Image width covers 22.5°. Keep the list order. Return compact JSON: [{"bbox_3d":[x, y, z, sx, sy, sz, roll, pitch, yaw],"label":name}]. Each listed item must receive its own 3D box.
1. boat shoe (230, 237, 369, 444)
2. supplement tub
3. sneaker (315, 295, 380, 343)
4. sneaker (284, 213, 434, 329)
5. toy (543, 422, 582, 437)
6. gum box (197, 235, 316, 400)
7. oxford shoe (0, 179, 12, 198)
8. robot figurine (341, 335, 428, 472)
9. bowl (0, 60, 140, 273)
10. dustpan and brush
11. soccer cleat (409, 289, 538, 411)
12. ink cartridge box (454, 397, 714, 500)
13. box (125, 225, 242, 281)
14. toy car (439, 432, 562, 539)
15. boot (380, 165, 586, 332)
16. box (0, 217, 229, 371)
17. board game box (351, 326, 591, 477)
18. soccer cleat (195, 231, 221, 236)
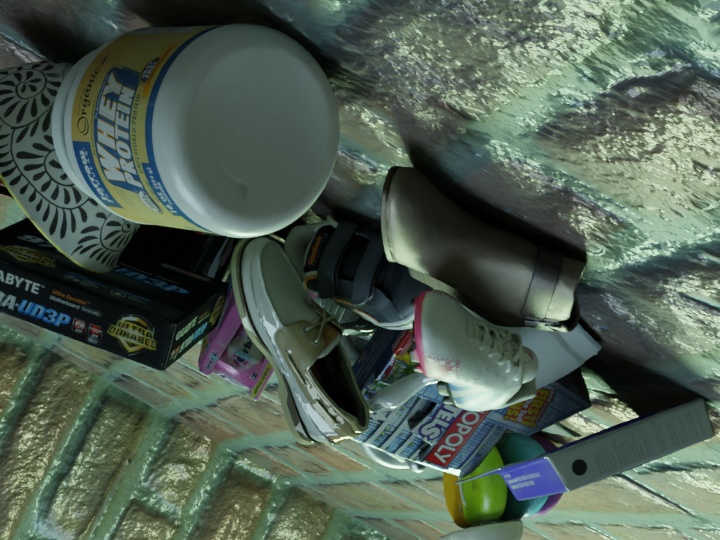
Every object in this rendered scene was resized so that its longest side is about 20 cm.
[{"bbox_3d":[-0.047,0.059,1.572,0.068,0.075,0.202,-6,117,36],"label":"boat shoe"},{"bbox_3d":[-0.123,-0.102,1.290,0.144,0.146,0.199,36,164,-32],"label":"supplement tub"},{"bbox_3d":[0.018,0.038,1.729,0.115,0.076,0.200,27,178,-20],"label":"sneaker"},{"bbox_3d":[0.000,0.000,1.577,0.079,0.079,0.199,28,170,-31],"label":"sneaker"},{"bbox_3d":[0.153,0.122,1.806,0.114,0.048,0.200,26,171,-6],"label":"toy"},{"bbox_3d":[-0.098,0.039,1.709,0.066,0.114,0.200,27,-172,-8],"label":"gum box"},{"bbox_3d":[-0.424,-0.129,1.967,0.199,0.072,0.071,29,169,4],"label":"oxford shoe"},{"bbox_3d":[0.034,0.123,1.830,0.169,0.113,0.200,42,-173,-29],"label":"robot figurine"},{"bbox_3d":[-0.231,-0.107,1.530,0.202,0.094,0.201,55,-168,-18],"label":"bowl"},{"bbox_3d":[0.091,0.079,1.557,0.139,0.199,0.057,42,-164,-43],"label":"dustpan and brush"},{"bbox_3d":[0.093,0.061,1.417,0.085,0.071,0.200,-2,162,14],"label":"soccer cleat"},{"bbox_3d":[0.200,0.174,1.645,0.198,0.044,0.198,-17,172,-10],"label":"ink cartridge box"},{"bbox_3d":[-0.203,-0.036,1.751,0.147,0.125,0.200,26,166,6],"label":"box"},{"bbox_3d":[0.160,0.239,2.055,0.148,0.177,0.200,-7,169,-7],"label":"toy car"},{"bbox_3d":[0.100,-0.012,1.381,0.145,0.071,0.200,17,165,17],"label":"boot"},{"bbox_3d":[-0.230,0.017,1.565,0.198,0.046,0.159,19,-165,9],"label":"box"},{"bbox_3d":[0.098,0.111,1.646,0.198,0.201,0.062,21,-149,-20],"label":"board game box"},{"bbox_3d":[-0.132,-0.100,1.520,0.077,0.070,0.201,-11,144,13],"label":"soccer cleat"}]
